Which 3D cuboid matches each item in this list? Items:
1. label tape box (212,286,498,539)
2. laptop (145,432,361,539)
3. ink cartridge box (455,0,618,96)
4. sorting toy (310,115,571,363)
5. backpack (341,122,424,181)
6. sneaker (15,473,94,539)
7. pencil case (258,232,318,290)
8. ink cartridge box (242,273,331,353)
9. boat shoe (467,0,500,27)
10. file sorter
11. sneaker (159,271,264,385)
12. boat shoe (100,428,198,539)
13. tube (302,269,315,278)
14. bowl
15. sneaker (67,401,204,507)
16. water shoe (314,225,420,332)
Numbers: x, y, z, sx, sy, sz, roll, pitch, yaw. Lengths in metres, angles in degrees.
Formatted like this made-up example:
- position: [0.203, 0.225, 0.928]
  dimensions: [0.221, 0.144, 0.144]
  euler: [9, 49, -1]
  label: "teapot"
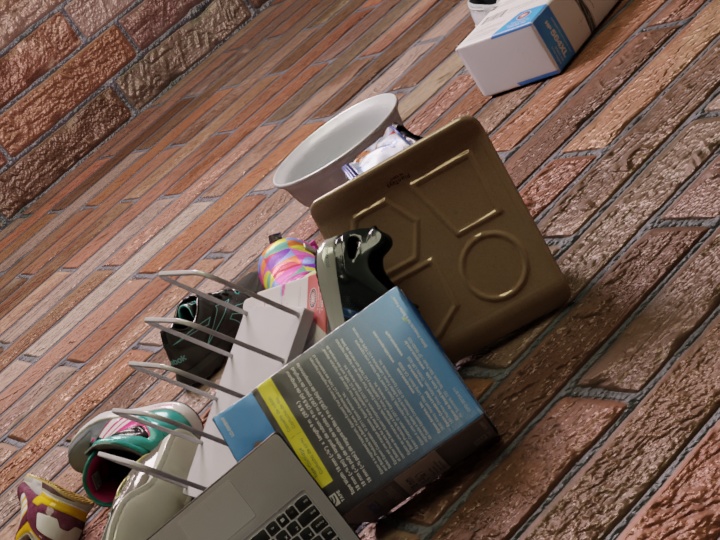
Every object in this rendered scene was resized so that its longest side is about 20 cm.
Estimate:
- position: [-0.005, 0.132, 1.388]
  dimensions: [0.199, 0.145, 0.063]
  euler: [-35, -27, 2]
  label: "label tape box"
- position: [-0.088, 0.256, 1.271]
  dimensions: [0.187, 0.200, 0.116]
  euler: [-39, -15, -1]
  label: "laptop"
- position: [0.244, -0.337, 2.184]
  dimensions: [0.146, 0.085, 0.200]
  euler: [-13, 28, 49]
  label: "ink cartridge box"
- position: [0.075, -0.019, 1.524]
  dimensions: [0.184, 0.201, 0.036]
  euler: [-29, 4, 13]
  label: "sorting toy"
- position: [0.059, -0.048, 1.634]
  dimensions: [0.154, 0.191, 0.200]
  euler: [-35, 17, -6]
  label: "backpack"
- position: [-0.348, 0.277, 1.760]
  dimensions: [0.091, 0.075, 0.200]
  euler: [-65, 12, -14]
  label: "sneaker"
- position: [-0.069, 0.017, 1.885]
  dimensions: [0.088, 0.089, 0.200]
  euler: [-35, 20, 1]
  label: "pencil case"
- position: [-0.053, 0.073, 1.626]
  dimensions: [0.200, 0.067, 0.117]
  euler: [-16, 70, 60]
  label: "ink cartridge box"
- position: [0.225, -0.396, 2.386]
  dimensions: [0.070, 0.072, 0.200]
  euler: [-45, 20, -26]
  label: "boat shoe"
- position: [-0.155, 0.112, 1.557]
  dimensions: [0.139, 0.124, 0.201]
  euler: [-2, 68, 63]
  label: "file sorter"
- position: [-0.176, 0.053, 1.992]
  dimensions: [0.075, 0.079, 0.200]
  euler: [-20, 23, 40]
  label: "sneaker"
- position: [-0.214, 0.241, 1.618]
  dimensions: [0.060, 0.072, 0.202]
  euler: [-36, 15, 32]
  label: "boat shoe"
- position: [0.000, 0.000, 1.738]
  dimensions: [0.199, 0.058, 0.052]
  euler: [-17, 41, -25]
  label: "tube"
- position: [-0.011, -0.141, 2.154]
  dimensions: [0.200, 0.091, 0.201]
  euler: [-32, 19, 13]
  label: "bowl"
- position: [-0.275, 0.213, 1.781]
  dimensions: [0.199, 0.084, 0.121]
  euler: [-20, 14, 37]
  label: "sneaker"
- position: [0.018, 0.057, 1.473]
  dimensions: [0.078, 0.201, 0.071]
  euler: [-20, -8, 15]
  label: "water shoe"
